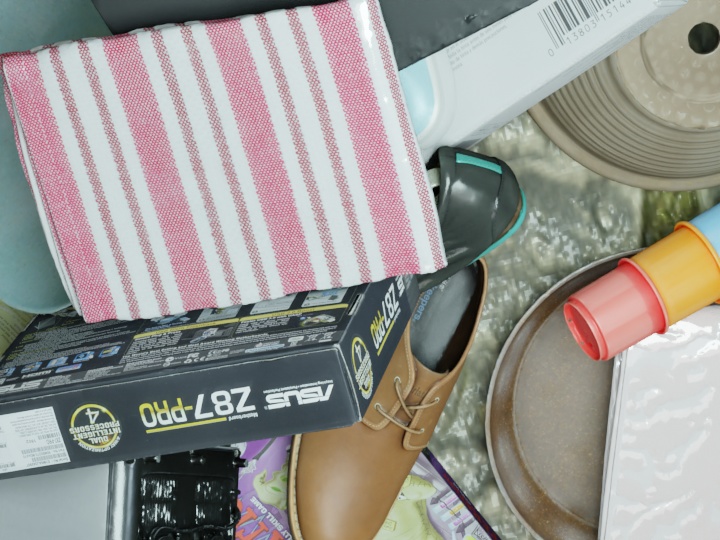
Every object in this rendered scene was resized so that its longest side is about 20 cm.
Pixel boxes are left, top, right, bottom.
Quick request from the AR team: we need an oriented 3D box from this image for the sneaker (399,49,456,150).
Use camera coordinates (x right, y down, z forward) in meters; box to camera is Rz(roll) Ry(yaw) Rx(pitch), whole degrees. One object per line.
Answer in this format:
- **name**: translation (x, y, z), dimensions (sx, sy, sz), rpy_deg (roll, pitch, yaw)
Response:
- **sneaker**: translation (-0.032, -0.141, 1.558), dimensions (0.074, 0.082, 0.200), rpy_deg (-45, 76, 28)

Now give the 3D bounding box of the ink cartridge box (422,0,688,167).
- **ink cartridge box**: translation (0.048, -0.165, 1.582), dimensions (0.200, 0.045, 0.176), rpy_deg (-33, 80, 29)

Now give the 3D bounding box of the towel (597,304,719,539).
- **towel**: translation (0.235, 0.114, 1.684), dimensions (0.200, 0.032, 0.191), rpy_deg (4, 106, -5)

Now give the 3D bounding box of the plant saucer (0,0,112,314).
- **plant saucer**: translation (-0.154, -0.078, 1.574), dimensions (0.039, 0.201, 0.201), rpy_deg (1, 109, -40)

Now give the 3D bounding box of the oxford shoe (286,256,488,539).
- **oxford shoe**: translation (0.015, 0.071, 1.644), dimensions (0.071, 0.071, 0.200), rpy_deg (21, 90, -21)

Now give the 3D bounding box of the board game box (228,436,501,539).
- **board game box**: translation (-0.017, 0.128, 1.706), dimensions (0.120, 0.032, 0.200), rpy_deg (-36, 105, 11)

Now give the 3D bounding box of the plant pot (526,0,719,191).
- **plant pot**: translation (0.176, -0.134, 1.612), dimensions (0.200, 0.093, 0.201), rpy_deg (-1, 105, -3)

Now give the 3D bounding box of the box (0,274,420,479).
- **box**: translation (-0.082, 0.040, 1.512), dimensions (0.200, 0.161, 0.049), rpy_deg (-11, 111, 16)

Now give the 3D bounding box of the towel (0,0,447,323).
- **towel**: translation (-0.067, -0.055, 1.454), dimensions (0.200, 0.030, 0.147), rpy_deg (-8, 113, 16)

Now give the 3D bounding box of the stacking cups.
- **stacking cups**: translation (0.200, -0.018, 1.634), dimensions (0.200, 0.060, 0.061), rpy_deg (-27, 107, -14)

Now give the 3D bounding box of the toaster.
- **toaster**: translation (-0.140, 0.182, 1.592), dimensions (0.118, 0.181, 0.201), rpy_deg (1, 86, 18)

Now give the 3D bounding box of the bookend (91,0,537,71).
- **bookend**: translation (-0.039, -0.185, 1.452), dimensions (0.198, 0.092, 0.200), rpy_deg (-26, 107, 22)

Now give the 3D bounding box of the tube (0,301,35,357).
- **tube**: translation (-0.145, -0.021, 1.646), dimensions (0.200, 0.052, 0.058), rpy_deg (-41, 73, 11)

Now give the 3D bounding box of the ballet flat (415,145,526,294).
- **ballet flat**: translation (0.000, 0.000, 1.604), dimensions (0.068, 0.068, 0.200), rpy_deg (30, 117, -34)

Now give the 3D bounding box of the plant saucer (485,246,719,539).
- **plant saucer**: translation (0.168, 0.078, 1.701), dimensions (0.200, 0.034, 0.201), rpy_deg (-1, 105, -5)
